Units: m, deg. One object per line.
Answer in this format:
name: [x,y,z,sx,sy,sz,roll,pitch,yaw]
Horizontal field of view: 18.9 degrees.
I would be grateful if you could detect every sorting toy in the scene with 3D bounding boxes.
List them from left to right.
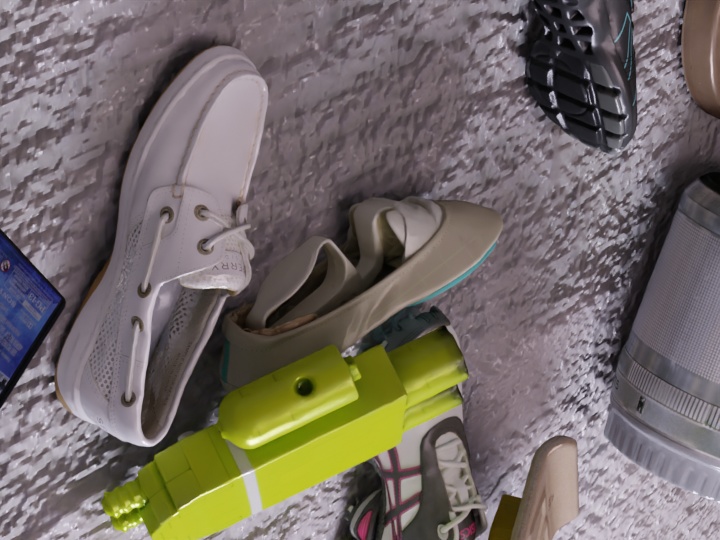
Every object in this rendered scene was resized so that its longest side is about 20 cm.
sorting toy: [0.087,0.213,1.334,0.185,0.036,0.200,74,36,-68]

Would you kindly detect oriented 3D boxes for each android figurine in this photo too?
android figurine: [-0.040,0.089,1.129,0.200,0.041,0.182,-24,166,-5]

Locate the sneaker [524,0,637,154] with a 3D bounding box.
sneaker: [0.136,-0.150,1.229,0.079,0.075,0.200,-46,143,-24]

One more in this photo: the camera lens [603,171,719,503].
camera lens: [0.266,0.043,1.449,0.160,0.160,0.200,2,112,-52]

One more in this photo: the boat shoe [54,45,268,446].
boat shoe: [-0.081,-0.008,1.054,0.071,0.069,0.200,7,107,-52]

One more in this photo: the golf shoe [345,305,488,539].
golf shoe: [0.044,0.118,1.285,0.077,0.088,0.200,-21,128,-41]

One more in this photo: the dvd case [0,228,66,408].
dvd case: [-0.217,0.053,0.923,0.200,0.018,0.143,-60,139,-22]

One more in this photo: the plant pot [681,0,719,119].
plant pot: [0.305,-0.178,1.408,0.201,0.093,0.201,-31,136,-36]

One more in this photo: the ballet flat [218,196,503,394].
ballet flat: [0.000,0.000,1.173,0.200,0.069,0.070,-38,139,-30]
